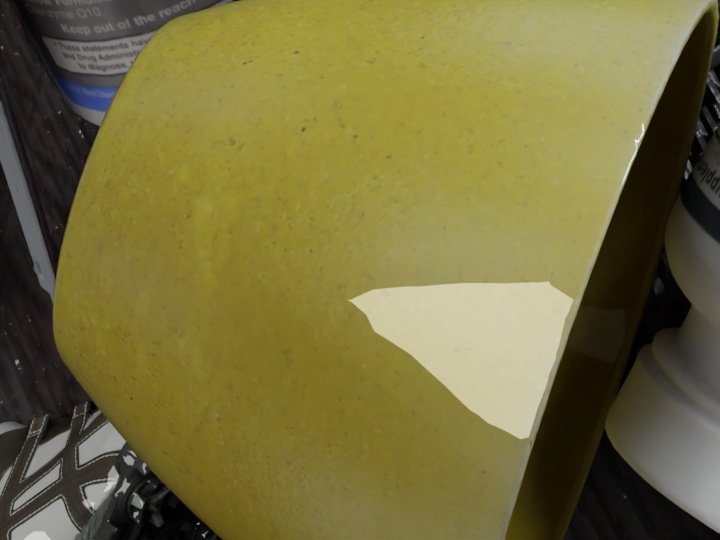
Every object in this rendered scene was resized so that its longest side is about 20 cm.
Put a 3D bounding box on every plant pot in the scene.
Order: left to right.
[{"bbox_3d":[0.000,0.000,0.819,0.141,0.200,0.201,19,99,10],"label":"plant pot"}]

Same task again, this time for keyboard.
[{"bbox_3d":[-0.115,-0.044,0.978,0.011,0.200,0.056,-20,50,-7],"label":"keyboard"}]

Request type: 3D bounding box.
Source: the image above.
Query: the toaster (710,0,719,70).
[{"bbox_3d":[0.072,-0.136,0.892,0.129,0.113,0.200,51,135,19],"label":"toaster"}]

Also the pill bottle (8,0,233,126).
[{"bbox_3d":[-0.083,-0.153,0.937,0.113,0.201,0.114,-15,38,12],"label":"pill bottle"}]

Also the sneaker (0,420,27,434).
[{"bbox_3d":[-0.096,0.163,1.020,0.145,0.077,0.203,13,87,21],"label":"sneaker"}]

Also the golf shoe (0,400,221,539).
[{"bbox_3d":[-0.091,0.068,0.964,0.094,0.078,0.200,38,87,33],"label":"golf shoe"}]

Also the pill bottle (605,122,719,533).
[{"bbox_3d":[0.157,-0.018,0.848,0.119,0.119,0.201,36,106,26],"label":"pill bottle"}]
